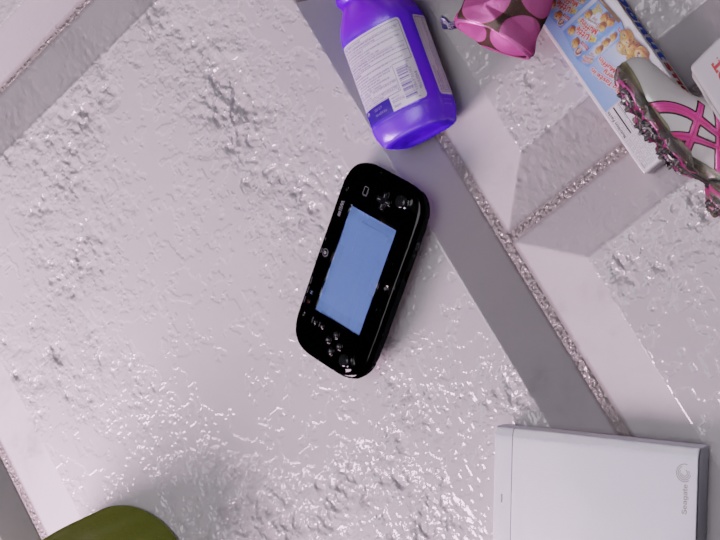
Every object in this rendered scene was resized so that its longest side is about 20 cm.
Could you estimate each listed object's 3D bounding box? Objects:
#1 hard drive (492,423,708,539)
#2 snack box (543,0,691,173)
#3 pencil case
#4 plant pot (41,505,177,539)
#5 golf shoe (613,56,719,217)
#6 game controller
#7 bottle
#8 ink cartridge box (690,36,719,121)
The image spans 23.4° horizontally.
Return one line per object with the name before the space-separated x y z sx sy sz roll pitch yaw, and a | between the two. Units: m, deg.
hard drive | 0.213 0.214 1.563 0.199 0.027 0.133 3 94 31
snack box | 0.226 -0.187 1.540 0.072 0.024 0.201 -41 71 28
pencil case | 0.149 -0.290 1.533 0.090 0.094 0.201 24 91 9
plant pot | -0.301 0.350 1.788 0.186 0.200 0.189 2 93 31
golf shoe | 0.298 -0.112 1.460 0.092 0.073 0.200 -44 90 1
game controller | 0.000 0.000 1.679 0.104 0.042 0.201 27 105 28
bottle | 0.024 -0.218 1.641 0.083 0.065 0.201 -27 78 32
ink cartridge box | 0.374 -0.165 1.341 0.200 0.083 0.145 -46 55 32
